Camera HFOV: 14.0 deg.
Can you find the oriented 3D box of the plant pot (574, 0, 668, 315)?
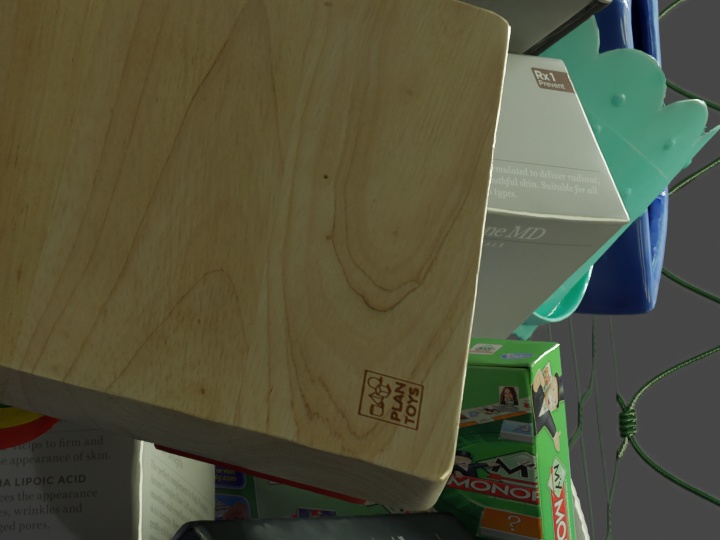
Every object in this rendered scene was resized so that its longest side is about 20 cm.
[{"bbox_3d":[0.087,-0.092,1.758,0.200,0.180,0.200,-65,150,-67],"label":"plant pot"}]

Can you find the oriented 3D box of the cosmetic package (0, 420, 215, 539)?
[{"bbox_3d":[-0.096,0.045,1.033,0.102,0.074,0.200,57,29,-68],"label":"cosmetic package"}]

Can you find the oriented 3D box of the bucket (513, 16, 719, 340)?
[{"bbox_3d":[0.047,-0.072,1.344,0.135,0.207,0.207,-53,169,3],"label":"bucket"}]

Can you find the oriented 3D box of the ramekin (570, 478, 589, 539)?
[{"bbox_3d":[0.028,0.119,1.416,0.200,0.098,0.201,161,-90,-74],"label":"ramekin"}]

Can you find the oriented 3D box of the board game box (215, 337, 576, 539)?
[{"bbox_3d":[-0.016,0.089,1.098,0.029,0.200,0.135,-32,121,-58],"label":"board game box"}]

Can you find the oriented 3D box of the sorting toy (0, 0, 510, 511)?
[{"bbox_3d":[-0.065,-0.017,0.932,0.070,0.199,0.200,113,-10,-48],"label":"sorting toy"}]

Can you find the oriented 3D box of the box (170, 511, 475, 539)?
[{"bbox_3d":[-0.026,0.167,0.969,0.107,0.148,0.200,50,17,20],"label":"box"}]

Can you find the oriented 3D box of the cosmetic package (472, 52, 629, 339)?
[{"bbox_3d":[0.000,0.000,1.150,0.200,0.107,0.090,-45,-127,43],"label":"cosmetic package"}]

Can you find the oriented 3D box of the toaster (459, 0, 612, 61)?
[{"bbox_3d":[-0.007,-0.144,1.192,0.119,0.200,0.181,29,41,-34],"label":"toaster"}]
